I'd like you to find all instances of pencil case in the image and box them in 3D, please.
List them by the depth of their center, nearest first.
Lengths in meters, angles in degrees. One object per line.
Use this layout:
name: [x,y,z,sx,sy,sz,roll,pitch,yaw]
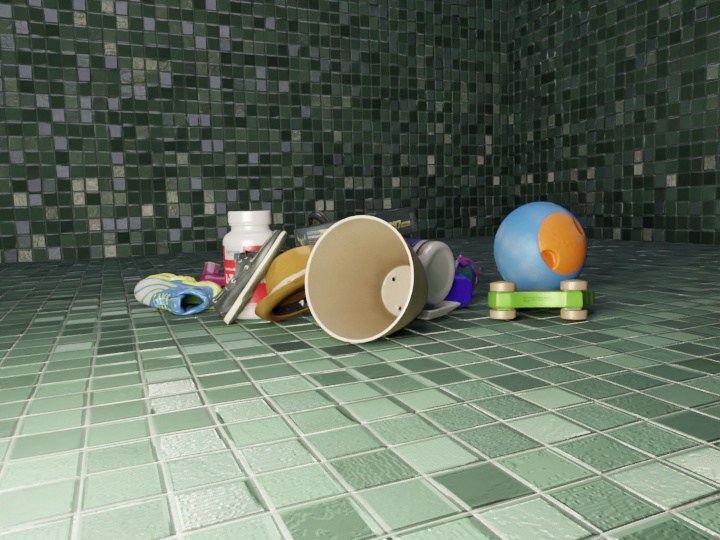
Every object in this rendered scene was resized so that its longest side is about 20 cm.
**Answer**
pencil case: [0.186,0.007,1.369,0.083,0.095,0.198,-6,6,-33]

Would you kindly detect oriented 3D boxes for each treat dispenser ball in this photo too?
treat dispenser ball: [0.391,-0.047,1.281,0.195,0.207,0.201,-2,6,0]

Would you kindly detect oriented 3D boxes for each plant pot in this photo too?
plant pot: [0.037,0.026,0.964,0.183,0.193,0.199,1,-8,27]

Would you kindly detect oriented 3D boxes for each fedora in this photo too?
fedora: [-0.109,0.014,1.049,0.197,0.083,0.201,-25,-18,-9]

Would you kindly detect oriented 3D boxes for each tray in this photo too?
tray: [0.085,0.071,1.135,0.197,0.023,0.106,4,7,42]

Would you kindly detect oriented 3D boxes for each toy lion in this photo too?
toy lion: [0.337,0.053,1.096,0.194,0.071,0.192,-1,-1,10]

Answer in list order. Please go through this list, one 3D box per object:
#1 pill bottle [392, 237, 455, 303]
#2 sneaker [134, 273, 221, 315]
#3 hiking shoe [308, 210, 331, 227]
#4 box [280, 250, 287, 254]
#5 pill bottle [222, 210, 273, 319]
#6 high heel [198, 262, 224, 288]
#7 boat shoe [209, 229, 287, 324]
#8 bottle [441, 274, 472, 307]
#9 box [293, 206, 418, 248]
pill bottle: [0.077,-0.007,1.148,0.197,0.119,0.114,10,12,42]
sneaker: [-0.390,0.049,1.215,0.194,0.078,0.105,0,7,5]
hiking shoe: [-0.103,-0.043,1.399,0.099,0.205,0.075,-8,-6,-42]
box: [-0.218,-0.018,1.459,0.155,0.047,0.200,17,-10,10]
pill bottle: [-0.213,-0.014,1.150,0.109,0.206,0.112,-2,6,0]
high heel: [-0.308,0.045,1.472,0.195,0.098,0.068,10,-39,-10]
boat shoe: [-0.207,-0.001,1.057,0.066,0.201,0.075,36,17,3]
bottle: [0.150,0.035,1.239,0.082,0.067,0.199,-3,6,-28]
box: [-0.012,-0.076,1.106,0.155,0.052,0.198,-17,8,-34]
